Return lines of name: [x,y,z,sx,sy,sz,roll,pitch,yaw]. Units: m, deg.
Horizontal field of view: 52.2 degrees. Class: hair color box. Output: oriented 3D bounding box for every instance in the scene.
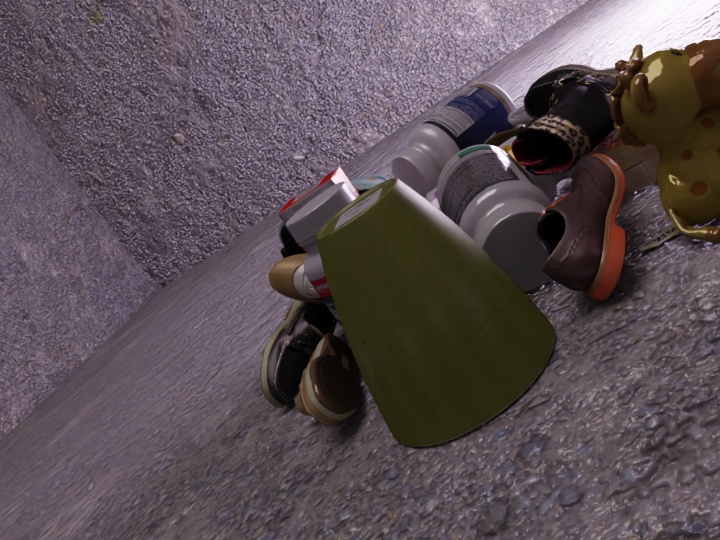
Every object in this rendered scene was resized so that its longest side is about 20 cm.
hair color box: [-0.018,-0.036,1.071,0.101,0.201,0.061,-29,15,22]

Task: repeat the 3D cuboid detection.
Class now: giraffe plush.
giraffe plush: [0.304,-0.137,0.672,0.199,0.163,0.173,-35,13,2]

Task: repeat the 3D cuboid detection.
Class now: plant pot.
plant pot: [0.050,0.024,0.688,0.186,0.201,0.187,-34,13,9]

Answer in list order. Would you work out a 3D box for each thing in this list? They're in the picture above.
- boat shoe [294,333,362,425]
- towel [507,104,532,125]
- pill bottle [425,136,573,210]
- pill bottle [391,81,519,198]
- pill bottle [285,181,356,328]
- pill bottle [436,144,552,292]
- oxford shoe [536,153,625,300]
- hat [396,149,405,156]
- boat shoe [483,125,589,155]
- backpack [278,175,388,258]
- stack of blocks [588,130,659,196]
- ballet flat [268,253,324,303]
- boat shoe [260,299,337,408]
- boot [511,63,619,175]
boat shoe: [-0.044,0.140,0.852,0.076,0.072,0.200,-48,4,9]
towel: [0.328,-0.243,1.097,0.198,0.024,0.146,-3,-15,-45]
pill bottle: [0.195,-0.112,1.003,0.199,0.105,0.104,-32,13,15]
pill bottle: [0.144,-0.195,1.138,0.199,0.112,0.111,-40,13,-21]
pill bottle: [0.000,0.000,0.900,0.119,0.201,0.120,-34,13,9]
pill bottle: [0.160,-0.064,0.853,0.112,0.114,0.201,-33,25,11]
oxford shoe: [0.214,-0.059,0.722,0.201,0.071,0.072,-72,-3,-50]
hat: [0.124,-0.109,1.315,0.198,0.165,0.179,1,74,33]
boat shoe: [0.272,-0.184,1.071,0.198,0.074,0.063,-17,-4,5]
backpack: [-0.008,-0.054,1.174,0.198,0.179,0.151,-22,18,17]
stack of blocks: [0.368,-0.164,0.837,0.199,0.059,0.115,-26,16,39]
ballet flat: [-0.029,0.015,0.999,0.197,0.070,0.063,7,-1,0]
boat shoe: [-0.076,0.095,1.008,0.065,0.072,0.202,-23,31,35]
boot: [0.238,-0.182,0.887,0.150,0.074,0.199,-38,29,-20]
